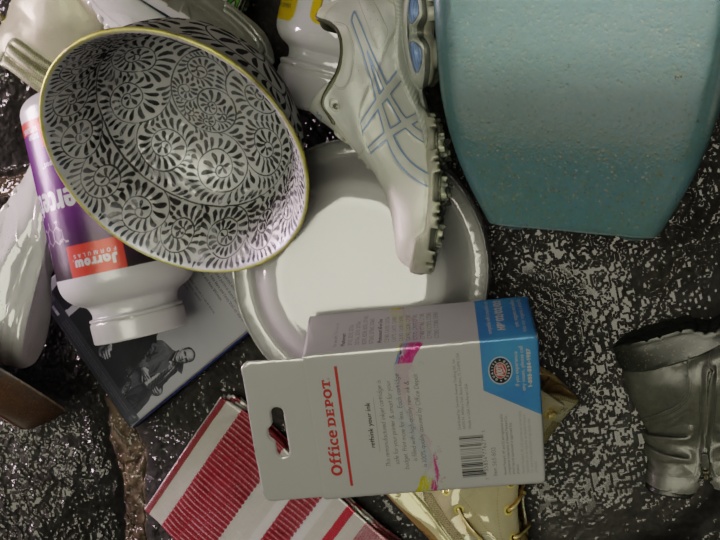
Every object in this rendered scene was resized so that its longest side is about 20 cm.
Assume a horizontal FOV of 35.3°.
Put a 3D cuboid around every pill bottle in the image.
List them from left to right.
[{"bbox_3d":[-0.197,-0.047,0.902,0.111,0.112,0.202,-12,92,18],"label":"pill bottle"},{"bbox_3d":[0.000,-0.216,0.847,0.113,0.114,0.202,17,101,15],"label":"pill bottle"}]

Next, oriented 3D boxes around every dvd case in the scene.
[{"bbox_3d":[-0.167,0.018,0.971,0.199,0.025,0.151,-38,84,17],"label":"dvd case"}]

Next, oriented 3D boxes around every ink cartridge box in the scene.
[{"bbox_3d":[0.025,0.090,0.790,0.198,0.068,0.116,-5,112,4],"label":"ink cartridge box"}]

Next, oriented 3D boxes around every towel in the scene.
[{"bbox_3d":[-0.077,0.219,0.966,0.200,0.023,0.145,40,108,12],"label":"towel"}]

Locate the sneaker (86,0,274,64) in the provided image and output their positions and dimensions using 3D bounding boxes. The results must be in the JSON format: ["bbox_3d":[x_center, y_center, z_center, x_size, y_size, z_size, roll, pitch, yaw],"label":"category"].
[{"bbox_3d":[-0.162,-0.189,0.847,0.199,0.077,0.080,39,124,-17],"label":"sneaker"}]

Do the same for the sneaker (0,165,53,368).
[{"bbox_3d":[-0.299,-0.024,0.958,0.088,0.075,0.202,11,79,7],"label":"sneaker"}]

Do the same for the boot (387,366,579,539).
[{"bbox_3d":[0.122,0.162,0.872,0.200,0.073,0.156,43,105,12],"label":"boot"}]

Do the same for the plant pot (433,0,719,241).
[{"bbox_3d":[0.156,-0.131,0.773,0.194,0.196,0.202,7,104,16],"label":"plant pot"}]

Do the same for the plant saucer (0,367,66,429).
[{"bbox_3d":[-0.341,0.082,0.945,0.199,0.201,0.035,24,73,14],"label":"plant saucer"}]

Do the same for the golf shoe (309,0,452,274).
[{"bbox_3d":[0.015,-0.095,0.778,0.096,0.078,0.202,-4,86,6],"label":"golf shoe"}]

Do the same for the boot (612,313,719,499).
[{"bbox_3d":[0.290,0.090,0.820,0.198,0.068,0.132,-17,95,26],"label":"boot"}]

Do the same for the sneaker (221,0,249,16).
[{"bbox_3d":[-0.112,-0.223,0.909,0.085,0.078,0.200,40,113,-18],"label":"sneaker"}]

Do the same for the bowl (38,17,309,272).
[{"bbox_3d":[-0.116,-0.105,0.803,0.199,0.095,0.202,12,133,13],"label":"bowl"}]

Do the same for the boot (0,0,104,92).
[{"bbox_3d":[-0.273,-0.252,0.952,0.200,0.072,0.155,47,117,21],"label":"boot"}]

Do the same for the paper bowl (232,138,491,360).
[{"bbox_3d":[0.000,0.000,0.862,0.198,0.104,0.203,1,96,7],"label":"paper bowl"}]
